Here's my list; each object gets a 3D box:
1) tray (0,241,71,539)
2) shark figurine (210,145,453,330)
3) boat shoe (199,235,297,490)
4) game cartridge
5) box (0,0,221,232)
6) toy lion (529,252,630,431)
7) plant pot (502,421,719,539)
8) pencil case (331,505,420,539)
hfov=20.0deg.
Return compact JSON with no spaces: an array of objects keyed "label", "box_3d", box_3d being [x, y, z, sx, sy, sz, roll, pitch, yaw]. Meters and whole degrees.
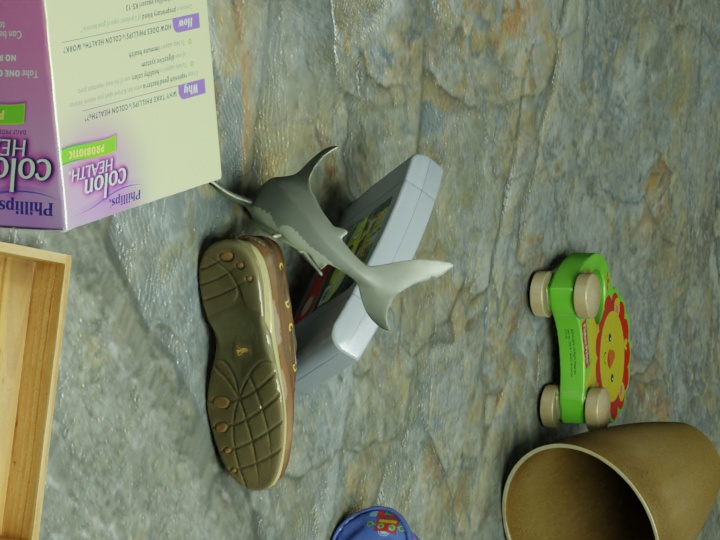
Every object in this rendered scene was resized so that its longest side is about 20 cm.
[{"label":"tray","box_3d":[-0.244,0.082,1.341,0.099,0.037,0.201,12,82,-59]},{"label":"shark figurine","box_3d":[-0.030,-0.048,1.549,0.128,0.214,0.090,39,88,-36]},{"label":"boat shoe","box_3d":[-0.076,0.070,1.590,0.068,0.072,0.201,-19,107,-55]},{"label":"game cartridge","box_3d":[0.000,0.000,1.660,0.041,0.133,0.200,36,57,-18]},{"label":"box","box_3d":[-0.186,-0.142,1.351,0.176,0.096,0.201,-25,114,-56]},{"label":"toy lion","box_3d":[0.245,0.072,2.157,0.192,0.068,0.201,-41,128,-59]},{"label":"plant pot","box_3d":[0.277,0.230,2.065,0.200,0.186,0.187,-23,114,-45]},{"label":"pencil case","box_3d":[0.043,0.290,1.813,0.200,0.078,0.087,55,26,-46]}]
